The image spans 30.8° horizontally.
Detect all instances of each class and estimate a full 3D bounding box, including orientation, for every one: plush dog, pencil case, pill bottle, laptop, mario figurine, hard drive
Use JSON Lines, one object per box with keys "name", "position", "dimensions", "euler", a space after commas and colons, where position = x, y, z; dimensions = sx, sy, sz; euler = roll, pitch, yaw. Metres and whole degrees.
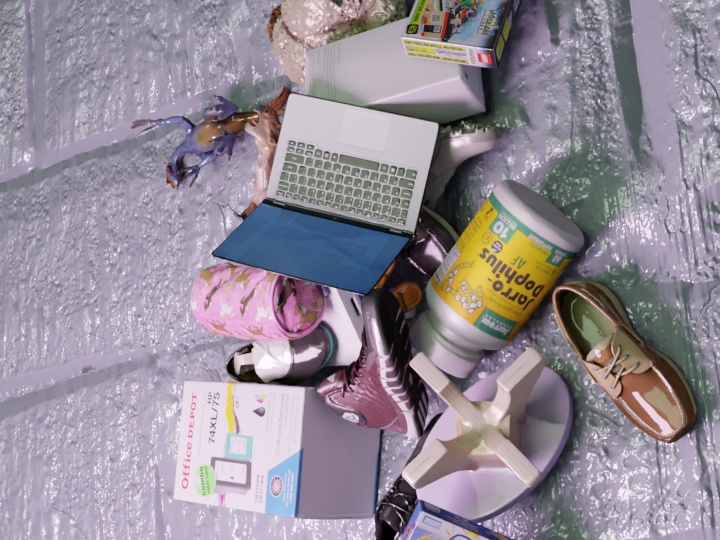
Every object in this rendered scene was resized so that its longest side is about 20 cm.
{"name": "plush dog", "position": [-0.054, -0.305, 1.623], "dimensions": [0.201, 0.160, 0.172], "euler": [56, 139, 31]}
{"name": "pencil case", "position": [-0.121, 0.033, 1.500], "dimensions": [0.087, 0.083, 0.199], "euler": [-49, 24, -26]}
{"name": "pill bottle", "position": [0.141, 0.013, 1.411], "dimensions": [0.113, 0.112, 0.201], "euler": [47, 111, 34]}
{"name": "laptop", "position": [-0.035, -0.089, 1.417], "dimensions": [0.186, 0.116, 0.202], "euler": [14, 91, 19]}
{"name": "mario figurine", "position": [0.000, 0.000, 1.535], "dimensions": [0.200, 0.105, 0.125], "euler": [2, 100, 60]}
{"name": "hard drive", "position": [-0.059, 0.050, 1.530], "dimensions": [0.199, 0.027, 0.133], "euler": [-9, 108, 57]}

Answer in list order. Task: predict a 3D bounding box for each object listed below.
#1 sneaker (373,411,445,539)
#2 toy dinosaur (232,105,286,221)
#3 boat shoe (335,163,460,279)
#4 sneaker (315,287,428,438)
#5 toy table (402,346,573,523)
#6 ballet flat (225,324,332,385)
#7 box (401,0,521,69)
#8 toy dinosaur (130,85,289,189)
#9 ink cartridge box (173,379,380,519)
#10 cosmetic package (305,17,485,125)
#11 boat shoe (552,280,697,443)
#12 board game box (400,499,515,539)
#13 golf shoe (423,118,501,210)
{"name": "sneaker", "position": [0.064, 0.253, 1.445], "dimensions": [0.076, 0.090, 0.202], "euler": [19, 93, 42]}
{"name": "toy dinosaur", "position": [-0.079, -0.096, 1.579], "dimensions": [0.086, 0.200, 0.136], "euler": [30, 79, 34]}
{"name": "boat shoe", "position": [0.044, -0.051, 1.491], "dimensions": [0.201, 0.066, 0.072], "euler": [50, 132, 7]}
{"name": "sneaker", "position": [-0.002, 0.107, 1.411], "dimensions": [0.115, 0.201, 0.076], "euler": [-2, 37, 19]}
{"name": "toy table", "position": [0.128, 0.168, 1.351], "dimensions": [0.183, 0.117, 0.201], "euler": [32, 82, 29]}
{"name": "ballet flat", "position": [-0.104, 0.106, 1.541], "dimensions": [0.200, 0.068, 0.069], "euler": [-27, 69, 59]}
{"name": "box", "position": [0.129, -0.321, 1.461], "dimensions": [0.109, 0.035, 0.201], "euler": [11, 64, 20]}
{"name": "toy dinosaur", "position": [-0.202, -0.166, 1.766], "dimensions": [0.181, 0.198, 0.106], "euler": [158, 100, -71]}
{"name": "ink cartridge box", "position": [-0.098, 0.210, 1.548], "dimensions": [0.199, 0.146, 0.148], "euler": [-1, 81, 40]}
{"name": "cosmetic package", "position": [0.038, -0.220, 1.516], "dimensions": [0.199, 0.081, 0.114], "euler": [-12, 59, 21]}
{"name": "boat shoe", "position": [0.257, 0.091, 1.326], "dimensions": [0.076, 0.074, 0.200], "euler": [-50, 55, 21]}
{"name": "board game box", "position": [0.123, 0.335, 1.334], "dimensions": [0.034, 0.199, 0.136], "euler": [-99, 33, -78]}
{"name": "golf shoe", "position": [0.086, -0.117, 1.521], "dimensions": [0.199, 0.078, 0.098], "euler": [-13, 96, 39]}
